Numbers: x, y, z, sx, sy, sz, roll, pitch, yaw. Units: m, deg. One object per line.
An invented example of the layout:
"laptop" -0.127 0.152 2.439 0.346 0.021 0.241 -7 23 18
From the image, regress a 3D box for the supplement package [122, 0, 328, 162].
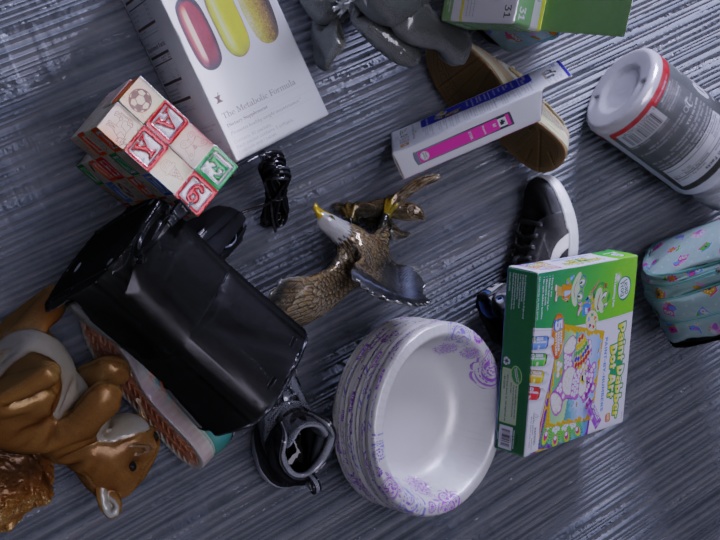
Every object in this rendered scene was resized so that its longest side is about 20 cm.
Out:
"supplement package" -0.137 -0.216 1.190 0.114 0.109 0.201 -30 103 -22

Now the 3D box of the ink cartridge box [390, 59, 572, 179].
"ink cartridge box" 0.127 -0.160 1.275 0.199 0.095 0.037 -25 107 9

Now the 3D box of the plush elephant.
"plush elephant" 0.005 -0.289 1.242 0.199 0.155 0.165 -12 107 -33

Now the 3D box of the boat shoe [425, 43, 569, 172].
"boat shoe" 0.155 -0.195 1.357 0.200 0.072 0.065 40 39 -9

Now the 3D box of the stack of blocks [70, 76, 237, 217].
"stack of blocks" -0.201 -0.105 1.113 0.115 0.200 0.059 42 75 -18

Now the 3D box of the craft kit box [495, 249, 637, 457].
"craft kit box" 0.228 0.086 1.334 0.197 0.048 0.201 -10 107 -48

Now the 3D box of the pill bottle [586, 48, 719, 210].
"pill bottle" 0.374 -0.161 1.428 0.200 0.114 0.114 31 79 -23

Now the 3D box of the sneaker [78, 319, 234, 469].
"sneaker" -0.195 0.097 1.199 0.080 0.071 0.200 -45 106 -34

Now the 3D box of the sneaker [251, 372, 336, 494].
"sneaker" -0.078 0.129 1.223 0.075 0.114 0.201 -18 99 -24

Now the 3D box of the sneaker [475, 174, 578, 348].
"sneaker" 0.182 -0.003 1.362 0.111 0.073 0.201 -8 96 -27

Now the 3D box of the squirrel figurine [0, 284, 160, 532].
"squirrel figurine" -0.292 0.154 1.131 0.200 0.142 0.187 -36 122 3

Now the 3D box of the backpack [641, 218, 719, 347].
"backpack" 0.432 0.006 1.415 0.127 0.199 0.167 64 30 -9

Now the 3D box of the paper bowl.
"paper bowl" 0.050 0.148 1.272 0.200 0.104 0.202 -6 99 -43

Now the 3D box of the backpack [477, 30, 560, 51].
"backpack" 0.183 -0.311 1.288 0.167 0.200 0.127 45 74 -20

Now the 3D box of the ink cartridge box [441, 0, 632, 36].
"ink cartridge box" 0.169 -0.296 1.136 0.048 0.200 0.146 6 97 -39

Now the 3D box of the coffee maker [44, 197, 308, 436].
"coffee maker" -0.151 0.046 1.072 0.200 0.192 0.135 43 74 -21

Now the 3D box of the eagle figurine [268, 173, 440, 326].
"eagle figurine" -0.006 -0.004 1.222 0.150 0.152 0.200 21 45 -7

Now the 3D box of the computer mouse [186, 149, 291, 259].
"computer mouse" -0.144 -0.039 1.177 0.200 0.141 0.046 -26 65 -22
